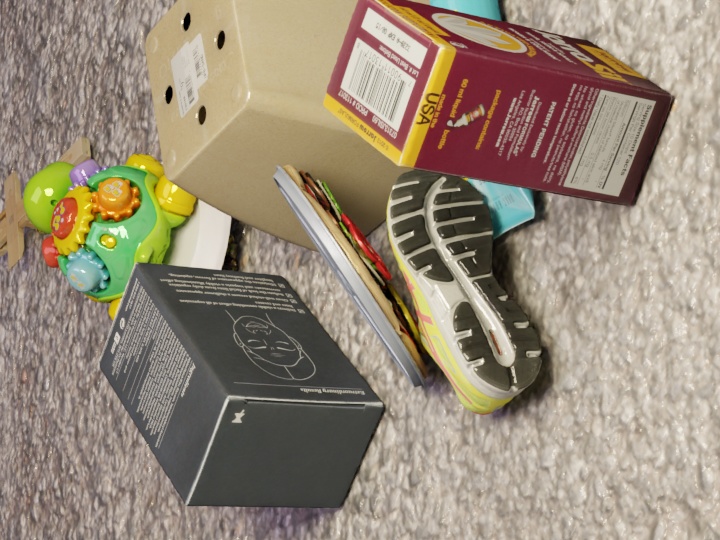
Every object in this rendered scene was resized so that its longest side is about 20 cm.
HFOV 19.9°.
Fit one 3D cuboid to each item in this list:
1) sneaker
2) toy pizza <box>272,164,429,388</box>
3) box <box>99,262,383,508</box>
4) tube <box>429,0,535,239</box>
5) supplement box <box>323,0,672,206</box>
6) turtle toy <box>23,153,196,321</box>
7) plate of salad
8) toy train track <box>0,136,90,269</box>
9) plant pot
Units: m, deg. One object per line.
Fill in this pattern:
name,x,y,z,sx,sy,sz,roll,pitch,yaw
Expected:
sneaker,0.064,0.018,1.501,0.090,0.078,0.201,108,148,-58
toy pizza,0.000,0.000,1.536,0.032,0.200,0.200,-34,45,-2
box,-0.100,0.093,1.671,0.200,0.148,0.107,50,125,47
tube,0.091,-0.123,1.522,0.077,0.050,0.201,145,118,-61
supplement box,0.093,-0.114,1.373,0.110,0.199,0.086,43,119,50
turtle toy,-0.238,-0.042,1.856,0.200,0.101,0.146,31,102,56
plate of salad,-0.166,-0.017,1.876,0.200,0.048,0.201,-29,53,46
toy train track,-0.330,-0.072,2.144,0.200,0.032,0.115,-41,45,38
plant pot,-0.057,-0.148,1.620,0.200,0.176,0.201,-38,55,46
